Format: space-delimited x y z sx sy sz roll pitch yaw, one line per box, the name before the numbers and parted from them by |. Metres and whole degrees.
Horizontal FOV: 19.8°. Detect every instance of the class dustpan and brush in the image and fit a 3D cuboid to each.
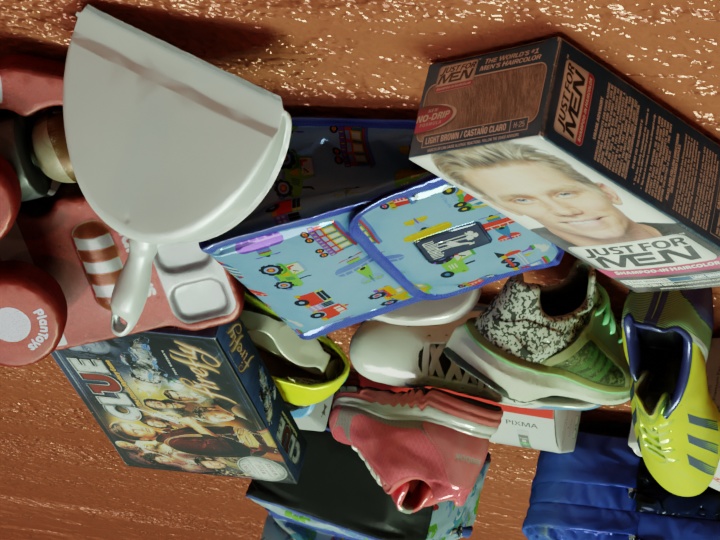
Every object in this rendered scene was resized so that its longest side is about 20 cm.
dustpan and brush | -0.121 -0.041 1.193 0.139 0.201 0.057 26 -157 11

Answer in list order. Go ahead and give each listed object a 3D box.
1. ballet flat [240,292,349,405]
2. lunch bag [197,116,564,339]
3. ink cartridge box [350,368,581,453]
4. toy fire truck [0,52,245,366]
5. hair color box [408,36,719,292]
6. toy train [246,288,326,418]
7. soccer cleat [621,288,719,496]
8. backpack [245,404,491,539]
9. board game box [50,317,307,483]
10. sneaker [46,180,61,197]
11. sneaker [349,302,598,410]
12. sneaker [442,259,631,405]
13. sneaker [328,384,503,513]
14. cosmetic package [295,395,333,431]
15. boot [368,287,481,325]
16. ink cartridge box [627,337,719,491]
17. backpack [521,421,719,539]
ballet flat | -0.092 0.034 1.414 0.200 0.067 0.067 28 162 -21
lunch bag | 0.025 -0.037 1.254 0.199 0.094 0.151 -8 154 22
ink cartridge box | 0.078 0.111 1.614 0.160 0.050 0.200 8 180 15
toy fire truck | -0.172 -0.043 1.267 0.167 0.112 0.201 -13 117 9
hair color box | 0.132 -0.053 1.137 0.200 0.061 0.100 28 157 -37
toy train | -0.107 0.055 1.549 0.087 0.115 0.200 -12 -169 -42
soccer cleat | 0.197 0.082 1.347 0.065 0.084 0.201 12 134 23
backpack | 0.010 0.196 1.806 0.182 0.148 0.200 13 -177 25
board game box | -0.127 0.079 1.410 0.135 0.035 0.200 4 148 19
sneaker | -0.256 -0.020 1.473 0.075 0.088 0.200 22 159 -20
sneaker | 0.089 0.061 1.476 0.199 0.072 0.072 4 -170 6
sneaker | 0.146 0.036 1.373 0.200 0.089 0.077 -1 -143 -50
sneaker | 0.026 0.132 1.512 0.074 0.087 0.200 17 169 -25
cosmetic package | -0.128 0.074 1.690 0.199 0.071 0.101 6 161 23
boot | 0.000 0.000 1.397 0.199 0.073 0.090 14 171 25
ink cartridge box | 0.310 0.104 1.446 0.146 0.085 0.200 26 159 -37
backpack | 0.234 0.213 1.710 0.199 0.168 0.163 10 156 23
